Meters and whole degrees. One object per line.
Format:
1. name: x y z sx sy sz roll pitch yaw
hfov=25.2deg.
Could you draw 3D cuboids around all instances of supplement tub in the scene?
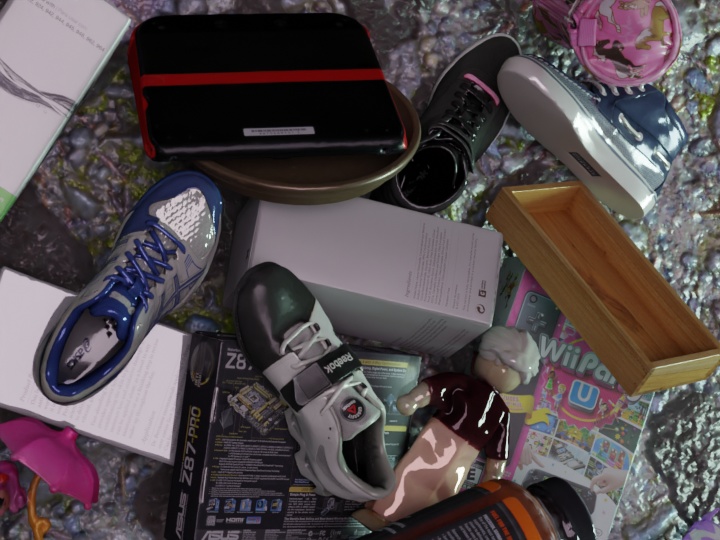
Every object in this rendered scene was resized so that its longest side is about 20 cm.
1. supplement tub: 0.078 0.223 1.203 0.199 0.107 0.108 -20 94 -23

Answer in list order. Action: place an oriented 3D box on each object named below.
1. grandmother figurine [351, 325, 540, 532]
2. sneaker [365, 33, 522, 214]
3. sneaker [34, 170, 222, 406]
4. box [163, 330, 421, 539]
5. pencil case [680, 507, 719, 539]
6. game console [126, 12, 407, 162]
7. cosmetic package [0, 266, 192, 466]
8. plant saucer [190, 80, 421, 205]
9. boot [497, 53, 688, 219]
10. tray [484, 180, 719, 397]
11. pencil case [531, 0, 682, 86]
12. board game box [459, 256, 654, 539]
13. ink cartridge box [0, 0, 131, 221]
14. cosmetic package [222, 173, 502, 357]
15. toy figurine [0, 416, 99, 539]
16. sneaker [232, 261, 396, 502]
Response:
1. grandmother figurine: 0.073 0.127 1.270 0.201 0.060 0.121 -54 129 -9
2. sneaker: 0.082 -0.114 1.310 0.071 0.099 0.201 37 80 -9
3. sneaker: -0.162 0.017 1.172 0.075 0.088 0.201 33 87 -9
4. box: -0.050 0.136 1.257 0.199 0.049 0.163 6 95 -39
5. pencil case: 0.233 0.282 1.356 0.199 0.084 0.086 -22 71 -15
6. game console: -0.076 -0.141 1.247 0.198 0.178 0.031 -3 134 -13
7. cosmetic package: -0.202 0.078 1.252 0.198 0.071 0.102 21 84 -13
8. plant saucer: -0.053 -0.109 1.250 0.198 0.201 0.030 -2 127 -14
9. boot: 0.194 -0.136 1.338 0.200 0.072 0.091 43 72 -36
10. tray: 0.195 0.011 1.294 0.098 0.037 0.201 -7 50 -41
11. pencil case: 0.192 -0.202 1.290 0.082 0.200 0.087 -34 106 6
12. board game box: 0.161 0.107 1.346 0.146 0.064 0.202 21 83 -13
13. ink cartridge box: -0.261 -0.120 1.201 0.084 0.145 0.201 34 82 -11
14. cosmetic package: 0.000 0.000 1.278 0.198 0.108 0.086 15 70 -14
15. toy figurine: -0.263 0.202 1.188 0.198 0.150 0.186 -2 93 -16
16. sneaker: -0.024 0.083 1.188 0.074 0.088 0.201 -37 114 -27
